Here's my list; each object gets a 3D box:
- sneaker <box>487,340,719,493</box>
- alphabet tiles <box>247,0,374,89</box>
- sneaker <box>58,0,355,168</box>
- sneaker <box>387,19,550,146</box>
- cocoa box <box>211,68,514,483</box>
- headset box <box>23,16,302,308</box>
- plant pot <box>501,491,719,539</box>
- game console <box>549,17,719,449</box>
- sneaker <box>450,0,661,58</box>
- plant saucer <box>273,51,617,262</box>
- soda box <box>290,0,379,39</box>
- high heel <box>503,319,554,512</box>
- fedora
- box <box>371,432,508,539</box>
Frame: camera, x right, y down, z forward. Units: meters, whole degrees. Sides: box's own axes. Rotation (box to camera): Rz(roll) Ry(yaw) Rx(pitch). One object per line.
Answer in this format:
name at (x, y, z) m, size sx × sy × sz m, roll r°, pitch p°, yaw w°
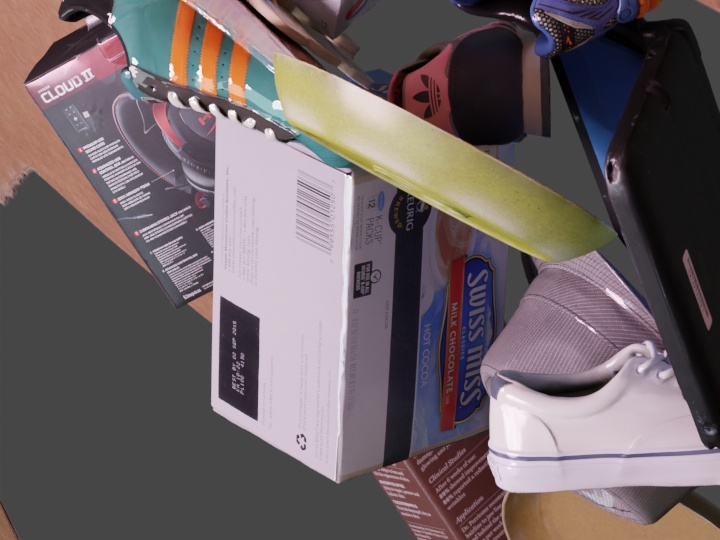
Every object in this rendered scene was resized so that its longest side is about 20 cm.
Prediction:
sneaker at (0.166, 0.076, 1.554) m, size 0.073 × 0.199 × 0.071 m, roll -89°, pitch -9°, yaw -74°
alphabet tiles at (-0.074, -0.181, 1.656) m, size 0.196 × 0.015 × 0.200 m, roll 44°, pitch -171°, yaw 31°
sneaker at (-0.082, -0.112, 1.590) m, size 0.200 × 0.080 × 0.071 m, roll 41°, pitch -173°, yaw 11°
sneaker at (0.053, -0.100, 1.519) m, size 0.200 × 0.081 × 0.071 m, roll -177°, pitch 84°, yaw -86°
cocoa box at (0.000, 0.000, 1.696) m, size 0.133 × 0.131 × 0.201 m, roll 27°, pitch 124°, yaw 45°
headset box at (-0.104, -0.099, 1.800) m, size 0.148 × 0.075 × 0.200 m, roll -27°, pitch 109°, yaw 22°
plant pot at (0.184, 0.183, 1.812) m, size 0.199 × 0.028 × 0.201 m, roll 23°, pitch 147°, yaw 16°
game console at (0.139, -0.031, 1.491) m, size 0.116 × 0.176 × 0.201 m, roll -2°, pitch 131°, yaw 28°
sneaker at (0.059, -0.176, 1.448) m, size 0.200 × 0.078 × 0.076 m, roll 35°, pitch 154°, yaw 33°
plant saucer at (0.037, -0.052, 1.457) m, size 0.199 × 0.031 × 0.200 m, roll 29°, pitch 179°, yaw 0°
soda box at (-0.060, -0.229, 1.616) m, size 0.200 × 0.064 × 0.068 m, roll 44°, pitch 159°, yaw 13°
high heel at (0.106, 0.081, 1.853) m, size 0.200 × 0.096 × 0.067 m, roll 38°, pitch 126°, yaw -25°
fedora at (0.136, 0.075, 1.661) m, size 0.200 × 0.090 × 0.177 m, roll 50°, pitch 167°, yaw -24°
box at (0.046, 0.093, 1.896) m, size 0.201 × 0.100 × 0.075 m, roll 58°, pitch 157°, yaw -19°
